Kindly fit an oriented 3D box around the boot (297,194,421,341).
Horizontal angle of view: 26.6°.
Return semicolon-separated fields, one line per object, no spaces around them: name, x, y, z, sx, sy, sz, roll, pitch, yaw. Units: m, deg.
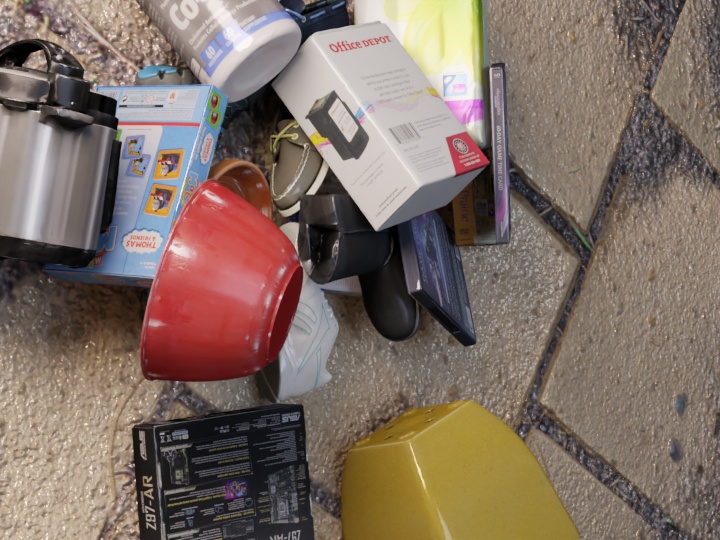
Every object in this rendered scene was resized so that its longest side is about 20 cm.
boot;0.000;-0.001;1.629;0.200;0.065;0.166;1;74;-73

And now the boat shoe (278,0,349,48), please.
boat shoe;-0.090;-0.276;1.676;0.200;0.084;0.069;-17;117;-54

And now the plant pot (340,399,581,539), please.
plant pot;0.092;0.261;1.721;0.194;0.195;0.201;-27;98;-39

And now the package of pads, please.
package of pads;0.070;-0.237;1.761;0.068;0.153;0.202;8;81;-73

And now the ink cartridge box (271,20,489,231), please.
ink cartridge box;0.022;-0.157;1.623;0.145;0.083;0.201;-21;72;-52

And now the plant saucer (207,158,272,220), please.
plant saucer;-0.150;-0.017;1.576;0.200;0.032;0.202;15;90;-69

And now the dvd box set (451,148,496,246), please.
dvd box set;0.140;-0.130;1.852;0.146;0.029;0.202;-7;91;-70

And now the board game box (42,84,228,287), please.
board game box;-0.220;-0.084;1.491;0.037;0.150;0.201;37;62;-53

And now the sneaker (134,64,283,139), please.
sneaker;-0.152;-0.185;1.625;0.199;0.073;0.083;-14;111;-35

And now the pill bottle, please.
pill bottle;-0.161;-0.279;1.540;0.114;0.114;0.200;-30;76;-38

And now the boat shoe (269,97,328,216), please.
boat shoe;-0.069;-0.144;1.659;0.060;0.072;0.203;45;40;-31

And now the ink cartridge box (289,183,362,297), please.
ink cartridge box;-0.015;-0.032;1.743;0.199;0.042;0.120;8;82;-44

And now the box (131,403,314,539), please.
box;-0.141;0.231;1.608;0.199;0.043;0.162;-5;90;-41

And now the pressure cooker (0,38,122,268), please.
pressure cooker;-0.309;-0.111;1.383;0.179;0.175;0.202;10;90;-80

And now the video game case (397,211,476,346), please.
video game case;0.084;-0.010;1.738;0.200;0.019;0.144;41;36;-60

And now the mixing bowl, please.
mixing bowl;-0.119;0.024;1.433;0.200;0.108;0.202;17;90;-82

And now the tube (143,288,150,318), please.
tube;-0.187;-0.047;1.572;0.077;0.050;0.201;-7;112;-36

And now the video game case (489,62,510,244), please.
video game case;0.165;-0.140;1.790;0.143;0.019;0.202;-55;144;-79

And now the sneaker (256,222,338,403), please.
sneaker;-0.066;0.042;1.646;0.080;0.070;0.202;-8;114;-30
